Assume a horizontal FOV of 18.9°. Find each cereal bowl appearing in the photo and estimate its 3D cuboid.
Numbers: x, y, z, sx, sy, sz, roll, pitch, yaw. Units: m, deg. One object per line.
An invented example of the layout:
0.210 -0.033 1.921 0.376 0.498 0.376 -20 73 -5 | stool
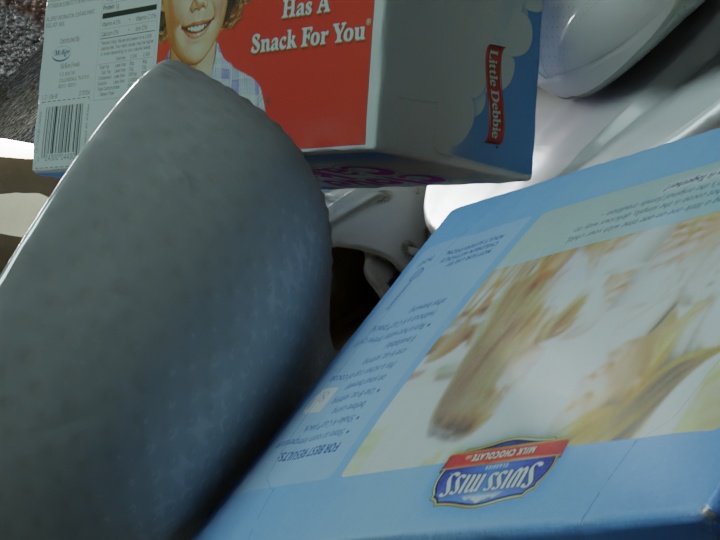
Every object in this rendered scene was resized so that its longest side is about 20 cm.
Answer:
-0.062 0.049 0.589 0.201 0.083 0.200 -63 -2 -4 | cereal bowl

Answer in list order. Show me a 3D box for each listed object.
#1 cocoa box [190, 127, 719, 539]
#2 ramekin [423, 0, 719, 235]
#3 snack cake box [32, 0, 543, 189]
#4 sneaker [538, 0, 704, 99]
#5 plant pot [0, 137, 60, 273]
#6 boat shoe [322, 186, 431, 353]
0.080 0.057 0.481 0.134 0.131 0.200 -50 18 -29 | cocoa box
0.124 -0.045 0.712 0.202 0.094 0.203 -38 16 13 | ramekin
-0.029 -0.088 0.720 0.199 0.067 0.116 1 84 51 | snack cake box
0.056 -0.105 0.716 0.070 0.080 0.200 -44 17 -15 | sneaker
-0.203 0.004 1.234 0.174 0.201 0.201 -3 37 36 | plant pot
0.000 0.000 0.774 0.199 0.071 0.070 -27 38 -23 | boat shoe
